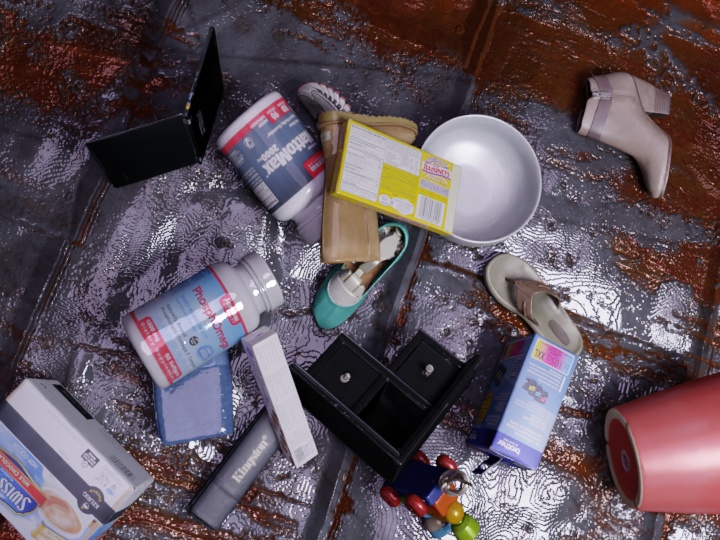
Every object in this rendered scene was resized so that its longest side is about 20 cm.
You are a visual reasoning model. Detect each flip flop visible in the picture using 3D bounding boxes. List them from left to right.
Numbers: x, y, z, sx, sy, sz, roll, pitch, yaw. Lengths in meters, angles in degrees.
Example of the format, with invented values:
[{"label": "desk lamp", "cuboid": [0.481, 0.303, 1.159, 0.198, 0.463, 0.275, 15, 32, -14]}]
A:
[{"label": "flip flop", "cuboid": [0.270, 0.053, 1.076, 0.081, 0.058, 0.201, -38, 87, -12]}]

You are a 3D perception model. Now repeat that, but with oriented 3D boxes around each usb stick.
[{"label": "usb stick", "cuboid": [-0.162, 0.269, 0.991, 0.055, 0.033, 0.201, 39, 76, -5]}]

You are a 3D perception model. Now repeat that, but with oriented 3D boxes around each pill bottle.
[{"label": "pill bottle", "cuboid": [-0.206, 0.059, 0.938, 0.198, 0.109, 0.110, -32, 85, -17]}, {"label": "pill bottle", "cuboid": [-0.103, -0.144, 1.025, 0.119, 0.119, 0.201, -42, 100, -13]}]

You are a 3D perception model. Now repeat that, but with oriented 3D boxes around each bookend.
[{"label": "bookend", "cuboid": [0.034, 0.149, 0.993, 0.198, 0.093, 0.200, 38, 61, 16]}]

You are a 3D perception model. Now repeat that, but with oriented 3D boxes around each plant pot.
[{"label": "plant pot", "cuboid": [0.458, 0.257, 1.006, 0.173, 0.201, 0.205, -8, 81, 0]}]

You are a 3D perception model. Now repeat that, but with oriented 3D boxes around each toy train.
[{"label": "toy train", "cuboid": [0.119, 0.314, 0.932, 0.085, 0.199, 0.116, -43, 103, -25]}]

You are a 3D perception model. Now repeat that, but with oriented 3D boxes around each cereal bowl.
[{"label": "cereal bowl", "cuboid": [0.172, -0.130, 1.084, 0.195, 0.083, 0.205, 1, 79, -7]}]

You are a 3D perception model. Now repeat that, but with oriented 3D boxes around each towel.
[{"label": "towel", "cuboid": [-0.239, 0.138, 0.997, 0.109, 0.049, 0.205, -4, 79, -12]}]

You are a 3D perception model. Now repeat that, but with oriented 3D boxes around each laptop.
[{"label": "laptop", "cuboid": [-0.277, -0.220, 0.986, 0.114, 0.187, 0.204, 15, 78, -5]}]

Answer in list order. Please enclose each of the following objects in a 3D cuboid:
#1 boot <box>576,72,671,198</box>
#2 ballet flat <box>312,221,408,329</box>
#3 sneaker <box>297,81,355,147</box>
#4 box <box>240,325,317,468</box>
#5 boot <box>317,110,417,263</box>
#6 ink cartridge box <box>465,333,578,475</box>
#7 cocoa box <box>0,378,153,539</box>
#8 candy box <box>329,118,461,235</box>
[{"label": "boot", "cuboid": [0.427, -0.224, 1.150, 0.143, 0.070, 0.204, 7, 78, 0]}, {"label": "ballet flat", "cuboid": [0.000, 0.000, 1.043, 0.067, 0.070, 0.200, 41, 78, 1]}, {"label": "sneaker", "cuboid": [-0.035, -0.199, 1.071, 0.082, 0.078, 0.201, -36, 86, -11]}, {"label": "box", "cuboid": [-0.108, 0.174, 0.958, 0.041, 0.038, 0.203, -29, 116, -27]}, {"label": "boot", "cuboid": [0.011, -0.113, 0.999, 0.172, 0.066, 0.205, -2, 87, -31]}, {"label": "ink cartridge box", "cuboid": [0.221, 0.202, 1.002, 0.075, 0.137, 0.203, 24, 77, -1]}, {"label": "cocoa box", "cuboid": [-0.392, 0.257, 0.910, 0.200, 0.133, 0.131, 44, 78, 2]}, {"label": "candy box", "cuboid": [0.053, -0.125, 0.973, 0.197, 0.026, 0.104, 17, 75, -30]}]
